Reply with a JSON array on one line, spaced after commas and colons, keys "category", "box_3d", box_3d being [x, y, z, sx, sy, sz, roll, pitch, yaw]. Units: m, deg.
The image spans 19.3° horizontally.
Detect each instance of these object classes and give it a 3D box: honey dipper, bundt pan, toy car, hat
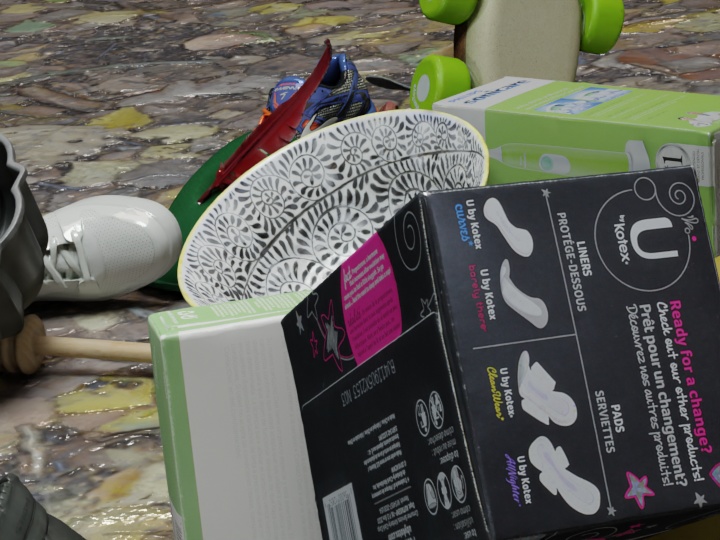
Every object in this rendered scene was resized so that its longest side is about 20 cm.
[{"category": "honey dipper", "box_3d": [-0.152, 0.048, 1.301, 0.198, 0.038, 0.038, 2, 19, 17]}, {"category": "bundt pan", "box_3d": [-0.276, 0.006, 1.298, 0.200, 0.076, 0.203, -16, 43, 16]}, {"category": "toy car", "box_3d": [0.094, -0.167, 1.744, 0.163, 0.159, 0.200, 8, -6, -25]}, {"category": "hat", "box_3d": [-0.080, -0.090, 1.473, 0.198, 0.177, 0.166, 2, 19, 20]}]

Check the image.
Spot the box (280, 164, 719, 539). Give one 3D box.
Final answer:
[{"category": "box", "box_3d": [0.057, 0.052, 0.830, 0.114, 0.133, 0.200, -7, -12, -18]}]

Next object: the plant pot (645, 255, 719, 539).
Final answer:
[{"category": "plant pot", "box_3d": [0.208, 0.070, 0.906, 0.176, 0.202, 0.199, -5, 13, 42]}]

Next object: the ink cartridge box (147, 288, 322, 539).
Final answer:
[{"category": "ink cartridge box", "box_3d": [0.010, 0.079, 0.977, 0.198, 0.147, 0.048, -9, 13, -12]}]

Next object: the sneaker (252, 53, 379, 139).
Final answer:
[{"category": "sneaker", "box_3d": [-0.058, -0.111, 1.678, 0.075, 0.079, 0.200, 1, 27, 33]}]

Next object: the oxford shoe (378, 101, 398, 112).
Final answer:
[{"category": "oxford shoe", "box_3d": [0.033, -0.079, 1.632, 0.074, 0.071, 0.200, 27, 13, -3]}]

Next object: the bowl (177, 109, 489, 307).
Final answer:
[{"category": "bowl", "box_3d": [0.000, 0.000, 1.268, 0.199, 0.095, 0.201, -20, 32, 13]}]

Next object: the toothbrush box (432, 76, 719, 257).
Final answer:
[{"category": "toothbrush box", "box_3d": [0.148, -0.032, 1.285, 0.199, 0.147, 0.086, 8, 21, 37]}]

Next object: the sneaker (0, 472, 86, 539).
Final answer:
[{"category": "sneaker", "box_3d": [-0.137, 0.169, 0.856, 0.091, 0.076, 0.201, 34, 34, -17]}]

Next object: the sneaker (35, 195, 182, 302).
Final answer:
[{"category": "sneaker", "box_3d": [-0.224, 0.006, 1.408, 0.199, 0.074, 0.116, -8, 18, 22]}]
